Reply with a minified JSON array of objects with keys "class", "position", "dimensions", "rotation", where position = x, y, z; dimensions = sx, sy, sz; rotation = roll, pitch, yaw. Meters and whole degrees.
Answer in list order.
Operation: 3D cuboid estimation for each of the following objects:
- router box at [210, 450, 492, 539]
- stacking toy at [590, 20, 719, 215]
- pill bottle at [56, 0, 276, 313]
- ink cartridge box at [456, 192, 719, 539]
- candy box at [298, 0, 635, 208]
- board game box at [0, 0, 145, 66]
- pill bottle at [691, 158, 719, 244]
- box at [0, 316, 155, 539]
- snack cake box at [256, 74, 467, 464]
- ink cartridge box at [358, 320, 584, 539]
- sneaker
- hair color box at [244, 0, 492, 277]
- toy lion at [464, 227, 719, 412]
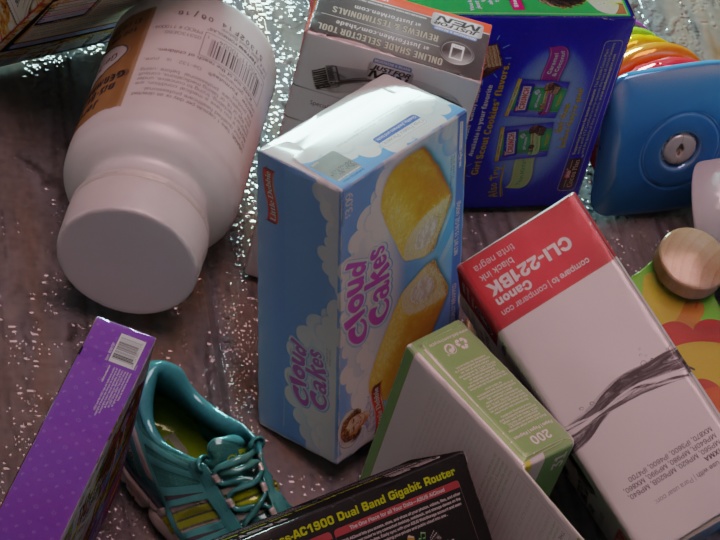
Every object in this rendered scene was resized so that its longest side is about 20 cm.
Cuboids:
[{"class":"router box","position":[-0.012,0.199,1.294],"dimensions":[0.199,0.062,0.150],"rotation":[-18,90,-31]},{"class":"stacking toy","position":[0.182,-0.136,1.710],"dimensions":[0.109,0.116,0.200],"rotation":[-8,37,-19]},{"class":"pill bottle","position":[-0.125,-0.073,1.532],"dimensions":[0.114,0.115,0.200],"rotation":[15,45,-2]},{"class":"ink cartridge box","position":[0.143,0.072,1.406],"dimensions":[0.084,0.144,0.200],"rotation":[-32,79,-3]},{"class":"candy box","position":[0.060,-0.124,1.597],"dimensions":[0.199,0.169,0.077],"rotation":[-2,45,-19]},{"class":"board game box","position":[-0.167,-0.191,1.577],"dimensions":[0.151,0.200,0.046],"rotation":[-17,85,-30]},{"class":"pill bottle","position":[0.324,-0.044,1.596],"dimensions":[0.199,0.113,0.113],"rotation":[-8,41,20]},{"class":"box","position":[-0.169,0.141,1.299],"dimensions":[0.039,0.137,0.200],"rotation":[20,45,2]},{"class":"snack cake box","position":[0.000,0.000,1.434],"dimensions":[0.067,0.201,0.115],"rotation":[26,43,31]},{"class":"ink cartridge box","position":[0.083,0.147,1.361],"dimensions":[0.048,0.146,0.200],"rotation":[-23,58,-35]},{"class":"sneaker","position":[-0.075,0.133,1.375],"dimensions":[0.077,0.080,0.200],"rotation":[-28,61,-35]},{"class":"hair color box","position":[0.003,-0.073,1.508],"dimensions":[0.110,0.200,0.064],"rotation":[16,43,-2]},{"class":"toy lion","position":[0.184,0.076,1.523],"dimensions":[0.199,0.069,0.192],"rotation":[-10,61,-19]}]
